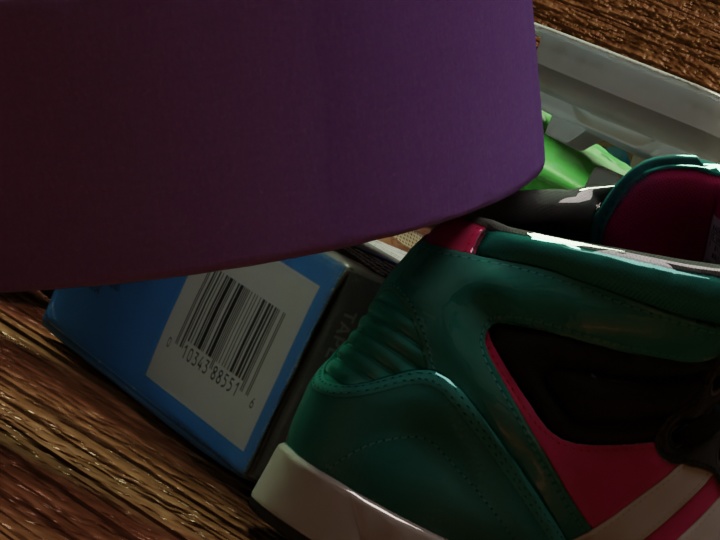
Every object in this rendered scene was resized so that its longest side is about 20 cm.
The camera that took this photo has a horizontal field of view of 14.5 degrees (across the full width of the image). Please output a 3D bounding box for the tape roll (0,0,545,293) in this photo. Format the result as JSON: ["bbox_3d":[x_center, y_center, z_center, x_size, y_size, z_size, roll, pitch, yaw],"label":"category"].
[{"bbox_3d":[-0.057,-0.048,0.687,0.200,0.066,0.200,-6,13,1],"label":"tape roll"}]

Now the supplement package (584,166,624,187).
[{"bbox_3d":[0.133,0.041,1.073,0.109,0.114,0.200,25,4,-10],"label":"supplement package"}]

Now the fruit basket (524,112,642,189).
[{"bbox_3d":[0.035,-0.042,1.417,0.200,0.185,0.094,22,42,8],"label":"fruit basket"}]

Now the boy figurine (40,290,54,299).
[{"bbox_3d":[-0.167,-0.062,0.875,0.200,0.065,0.124,25,-8,16],"label":"boy figurine"}]

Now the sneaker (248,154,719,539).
[{"bbox_3d":[0.078,0.036,0.685,0.200,0.121,0.084,23,4,-34],"label":"sneaker"}]

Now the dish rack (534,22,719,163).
[{"bbox_3d":[0.166,-0.035,1.160,0.200,0.044,0.172,24,4,-35],"label":"dish rack"}]

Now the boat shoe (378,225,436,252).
[{"bbox_3d":[0.000,0.000,0.909,0.200,0.076,0.072,32,40,-44],"label":"boat shoe"}]

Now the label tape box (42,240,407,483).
[{"bbox_3d":[0.030,0.039,0.789,0.200,0.063,0.144,22,4,-31],"label":"label tape box"}]
